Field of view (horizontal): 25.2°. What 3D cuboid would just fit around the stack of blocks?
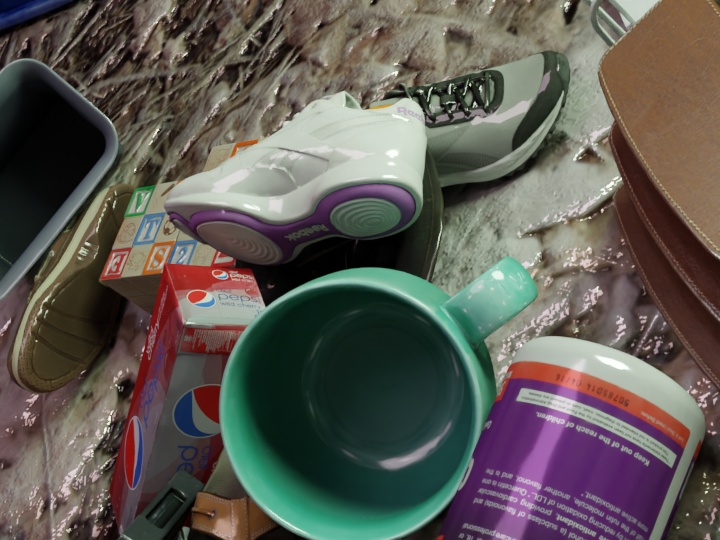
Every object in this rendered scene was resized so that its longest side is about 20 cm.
[{"bbox_3d":[-0.106,-0.035,1.259,0.199,0.058,0.116,-6,57,45],"label":"stack of blocks"}]

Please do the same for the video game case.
[{"bbox_3d":[-0.172,0.225,0.984,0.201,0.025,0.181,-57,-1,6],"label":"video game case"}]

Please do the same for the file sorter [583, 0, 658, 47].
[{"bbox_3d":[0.200,-0.221,1.024,0.138,0.124,0.201,-36,40,23],"label":"file sorter"}]

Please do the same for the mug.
[{"bbox_3d":[0.020,0.073,0.943,0.183,0.114,0.154,-5,94,12],"label":"mug"}]

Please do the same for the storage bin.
[{"bbox_3d":[-0.306,-0.081,1.432,0.200,0.145,0.134,-50,-2,3],"label":"storage bin"}]

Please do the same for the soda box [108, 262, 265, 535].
[{"bbox_3d":[-0.117,0.096,1.084,0.070,0.063,0.202,-116,37,-51],"label":"soda box"}]

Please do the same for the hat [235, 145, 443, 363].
[{"bbox_3d":[0.000,0.000,1.093,0.199,0.081,0.203,-20,55,31],"label":"hat"}]

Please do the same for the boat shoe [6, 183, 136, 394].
[{"bbox_3d":[-0.244,0.020,1.360,0.074,0.075,0.203,-12,41,45],"label":"boat shoe"}]

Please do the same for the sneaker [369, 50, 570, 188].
[{"bbox_3d":[0.058,-0.100,1.118,0.199,0.079,0.075,-24,43,31],"label":"sneaker"}]

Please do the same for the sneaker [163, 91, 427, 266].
[{"bbox_3d":[-0.039,-0.061,1.061,0.198,0.075,0.100,-8,54,30],"label":"sneaker"}]

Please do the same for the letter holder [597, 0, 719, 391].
[{"bbox_3d":[0.197,-0.043,0.900,0.142,0.100,0.201,-42,39,17],"label":"letter holder"}]

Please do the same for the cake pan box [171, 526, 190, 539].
[{"bbox_3d":[-0.112,0.290,0.974,0.185,0.052,0.200,-60,32,21],"label":"cake pan box"}]

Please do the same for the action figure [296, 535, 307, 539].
[{"bbox_3d":[-0.038,0.194,1.013,0.065,0.052,0.201,-34,38,31],"label":"action figure"}]

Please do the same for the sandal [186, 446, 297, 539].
[{"bbox_3d":[-0.066,0.146,0.972,0.081,0.055,0.201,0,33,8],"label":"sandal"}]

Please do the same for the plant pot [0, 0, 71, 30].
[{"bbox_3d":[-0.391,-0.405,1.763,0.199,0.200,0.181,-12,45,42],"label":"plant pot"}]

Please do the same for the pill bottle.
[{"bbox_3d":[0.099,0.144,0.847,0.112,0.112,0.201,6,65,49],"label":"pill bottle"}]
